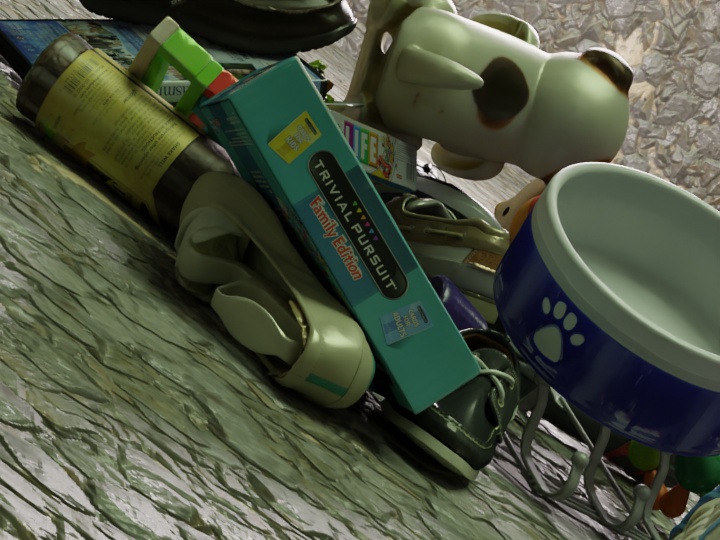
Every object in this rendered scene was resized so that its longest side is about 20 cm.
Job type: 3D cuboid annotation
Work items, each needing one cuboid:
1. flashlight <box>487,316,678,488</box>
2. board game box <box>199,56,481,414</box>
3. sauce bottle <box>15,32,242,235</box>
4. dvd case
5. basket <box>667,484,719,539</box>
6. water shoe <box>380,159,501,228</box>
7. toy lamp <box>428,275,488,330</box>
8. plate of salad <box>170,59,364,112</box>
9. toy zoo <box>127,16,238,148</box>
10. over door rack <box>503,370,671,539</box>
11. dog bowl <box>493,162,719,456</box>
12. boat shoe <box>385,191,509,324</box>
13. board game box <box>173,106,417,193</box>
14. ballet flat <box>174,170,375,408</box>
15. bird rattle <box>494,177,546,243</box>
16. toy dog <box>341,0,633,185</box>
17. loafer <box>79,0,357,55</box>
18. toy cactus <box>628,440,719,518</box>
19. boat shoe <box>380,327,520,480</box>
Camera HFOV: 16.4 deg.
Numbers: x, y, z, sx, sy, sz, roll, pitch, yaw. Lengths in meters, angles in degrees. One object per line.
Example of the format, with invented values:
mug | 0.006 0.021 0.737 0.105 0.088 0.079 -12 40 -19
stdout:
flashlight | 0.163 0.091 1.820 0.200 0.068 0.068 33 9 -27
board game box | -0.014 -0.022 1.418 0.201 0.047 0.151 59 -7 -7
sauce bottle | -0.118 -0.063 1.521 0.200 0.065 0.065 39 8 9
dvd case | -0.139 -0.143 1.694 0.199 0.018 0.143 -3 23 -24
basket | 0.249 0.170 1.397 0.139 0.176 0.200 52 24 7
water shoe | 0.043 -0.058 1.913 0.199 0.072 0.079 20 40 38
toy lamp | 0.000 0.000 1.692 0.200 0.058 0.058 32 9 -21
plate of salad | -0.096 -0.132 1.790 0.199 0.048 0.200 4 5 0
toy zoo | -0.069 -0.058 1.557 0.200 0.020 0.131 42 -28 0
over door rack | 0.131 0.099 1.640 0.148 0.067 0.200 30 10 -41
dog bowl | 0.188 0.024 1.611 0.199 0.079 0.200 23 30 -15
boat shoe | 0.043 -0.020 1.823 0.075 0.069 0.200 18 4 -41
board game box | -0.057 -0.082 1.740 0.134 0.034 0.200 -1 -6 21
ballet flat | -0.064 0.005 1.390 0.069 0.070 0.200 28 13 -46
bird rattle | 0.141 -0.012 1.879 0.112 0.200 0.164 27 51 -26
toy dog | 0.103 -0.135 1.847 0.199 0.140 0.194 16 -12 -15
loafer | -0.099 -0.198 1.723 0.199 0.072 0.073 11 21 8
toy cactus | 0.226 0.094 1.731 0.165 0.102 0.201 59 22 -83
boat shoe | 0.059 0.074 1.485 0.072 0.068 0.200 36 10 2
